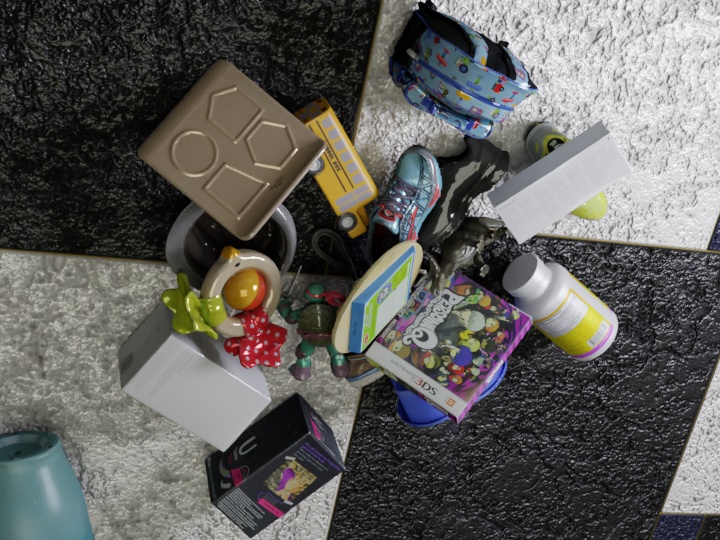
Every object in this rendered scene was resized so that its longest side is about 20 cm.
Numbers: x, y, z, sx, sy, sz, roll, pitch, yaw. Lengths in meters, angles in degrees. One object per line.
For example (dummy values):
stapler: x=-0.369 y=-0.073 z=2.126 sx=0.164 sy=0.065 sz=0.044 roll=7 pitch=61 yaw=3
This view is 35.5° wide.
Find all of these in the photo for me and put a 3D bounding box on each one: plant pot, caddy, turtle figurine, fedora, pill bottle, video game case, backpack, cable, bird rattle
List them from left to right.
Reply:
plant pot: x=-0.519 y=0.354 z=1.730 sx=0.200 sy=0.200 sz=0.188 roll=-7 pitch=103 yaw=-11
fedora: x=-0.193 y=-0.055 z=1.652 sx=0.200 sy=0.090 sz=0.177 roll=18 pitch=112 yaw=-28
bird rattle: x=-0.172 y=0.052 z=1.615 sx=0.200 sy=0.113 sz=0.163 roll=25 pitch=95 yaw=-34
turtle figurine: x=-0.065 y=0.075 z=1.734 sx=0.149 sy=0.101 sz=0.200 roll=6 pitch=121 yaw=10
cable: x=0.000 y=0.000 z=1.770 sx=0.200 sy=0.050 sz=0.097 roll=27 pitch=110 yaw=-13
caddy: x=0.139 y=0.171 z=1.827 sx=0.200 sy=0.141 sz=0.105 roll=-31 pitch=119 yaw=3
video game case: x=0.136 y=0.107 z=1.744 sx=0.200 sy=0.181 sz=0.036 roll=-51 pitch=157 yaw=-15
backpack: x=0.146 y=-0.267 z=1.570 sx=0.182 sy=0.200 sz=0.135 roll=23 pitch=109 yaw=-25
pill bottle: x=0.323 y=0.056 z=1.838 sx=0.200 sy=0.104 sz=0.104 roll=38 pitch=102 yaw=-27

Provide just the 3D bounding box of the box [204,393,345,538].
box: x=-0.142 y=0.318 z=1.838 sx=0.200 sy=0.122 sz=0.106 roll=-37 pitch=119 yaw=5

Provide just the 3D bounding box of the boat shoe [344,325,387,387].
boat shoe: x=0.052 y=0.113 z=1.814 sx=0.200 sy=0.072 sz=0.072 roll=-33 pitch=119 yaw=3

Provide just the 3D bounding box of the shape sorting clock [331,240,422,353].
shape sorting clock: x=0.024 y=0.039 z=1.675 sx=0.039 sy=0.200 sz=0.200 roll=33 pitch=110 yaw=18

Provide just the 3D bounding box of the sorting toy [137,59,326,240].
sorting toy: x=-0.177 y=-0.167 z=1.560 sx=0.200 sy=0.036 sz=0.185 roll=39 pitch=77 yaw=0

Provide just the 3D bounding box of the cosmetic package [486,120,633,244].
cosmetic package: x=0.296 y=-0.131 z=1.679 sx=0.200 sy=0.051 sz=0.083 roll=-33 pitch=123 yaw=10

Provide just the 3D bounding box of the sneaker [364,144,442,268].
sneaker: x=0.060 y=-0.087 z=1.671 sx=0.079 sy=0.096 sz=0.200 roll=22 pitch=108 yaw=17

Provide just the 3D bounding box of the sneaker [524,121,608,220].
sneaker: x=0.326 y=-0.141 z=1.753 sx=0.075 sy=0.076 sz=0.200 roll=-42 pitch=120 yaw=6

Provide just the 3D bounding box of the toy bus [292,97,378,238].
toy bus: x=-0.036 y=-0.148 z=1.661 sx=0.078 sy=0.065 sz=0.200 roll=-31 pitch=119 yaw=0

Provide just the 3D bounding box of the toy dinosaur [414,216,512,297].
toy dinosaur: x=0.168 y=-0.049 z=1.747 sx=0.200 sy=0.102 sz=0.077 roll=-54 pitch=138 yaw=-23

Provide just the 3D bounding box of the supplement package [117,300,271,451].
supplement package: x=-0.256 y=0.162 z=1.729 sx=0.200 sy=0.121 sz=0.120 roll=37 pitch=102 yaw=-27

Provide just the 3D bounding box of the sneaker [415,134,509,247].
sneaker: x=0.136 y=-0.124 z=1.723 sx=0.091 sy=0.076 sz=0.200 roll=37 pitch=99 yaw=-16
